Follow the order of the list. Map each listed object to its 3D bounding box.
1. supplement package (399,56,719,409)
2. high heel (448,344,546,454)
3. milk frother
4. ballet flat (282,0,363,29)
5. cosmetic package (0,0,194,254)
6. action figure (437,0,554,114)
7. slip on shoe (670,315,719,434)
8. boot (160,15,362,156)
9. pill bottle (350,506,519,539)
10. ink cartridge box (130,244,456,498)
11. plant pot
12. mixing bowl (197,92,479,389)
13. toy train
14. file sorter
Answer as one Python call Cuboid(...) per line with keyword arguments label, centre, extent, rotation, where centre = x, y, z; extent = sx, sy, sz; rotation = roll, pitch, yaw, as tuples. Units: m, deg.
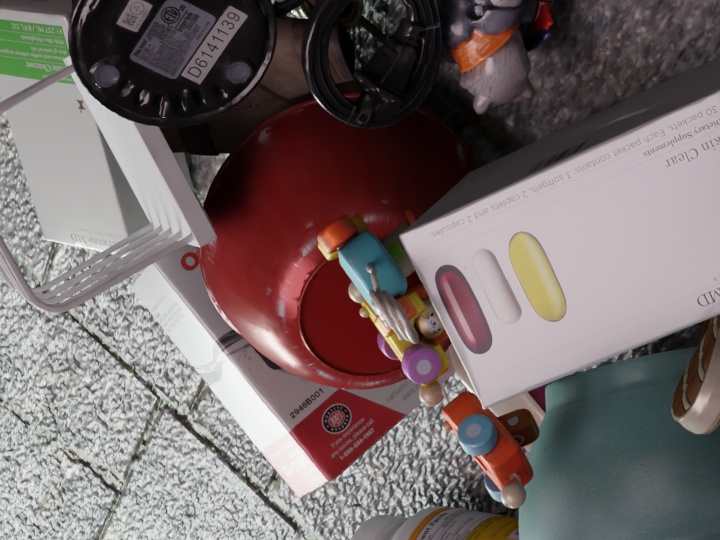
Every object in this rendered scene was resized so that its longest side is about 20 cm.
Cuboid(label="supplement package", centre=(0.149, -0.028, 1.117), extent=(0.199, 0.156, 0.112), rotation=(-25, 97, 24))
Cuboid(label="high heel", centre=(0.123, 0.074, 1.380), extent=(0.067, 0.096, 0.202), rotation=(-24, 80, 42))
Cuboid(label="milk frother", centre=(-0.069, -0.178, 1.182), extent=(0.180, 0.189, 0.200), rotation=(-36, 126, 17))
Cuboid(label="ballet flat", centre=(-0.039, -0.243, 1.262), extent=(0.062, 0.067, 0.201), rotation=(43, 159, 58))
Cuboid(label="cosmetic package", centre=(-0.204, -0.121, 1.504), extent=(0.107, 0.085, 0.201), rotation=(10, 124, 38))
Cuboid(label="action figure", centre=(0.038, -0.178, 1.212), extent=(0.200, 0.104, 0.194), rotation=(-40, 77, 45))
Cuboid(label="slip on shoe", centre=(0.224, 0.047, 1.141), extent=(0.060, 0.200, 0.077), rotation=(27, 108, 7))
Cuboid(label="boot", centre=(-0.062, -0.099, 1.331), extent=(0.145, 0.071, 0.201), rotation=(-8, 135, 15))
Cuboid(label="pill bottle", centre=(0.085, 0.235, 1.476), extent=(0.199, 0.111, 0.112), rotation=(4, 122, 42))
Cuboid(label="ink cartridge box", centre=(-0.044, 0.035, 1.409), extent=(0.200, 0.144, 0.084), rotation=(50, 157, 1))
Cuboid(label="plant pot", centre=(0.187, 0.123, 1.252), extent=(0.200, 0.199, 0.135), rotation=(-22, 76, 50))
Cuboid(label="mixing bowl", centre=(0.000, 0.000, 1.273), extent=(0.109, 0.198, 0.202), rotation=(-112, 9, -60))
Cuboid(label="toy train", centre=(0.048, 0.042, 1.150), extent=(0.150, 0.055, 0.200), rotation=(49, 173, 44))
Cuboid(label="file sorter", centre=(-0.192, -0.057, 1.291), extent=(0.140, 0.124, 0.200), rotation=(62, 169, -10))
